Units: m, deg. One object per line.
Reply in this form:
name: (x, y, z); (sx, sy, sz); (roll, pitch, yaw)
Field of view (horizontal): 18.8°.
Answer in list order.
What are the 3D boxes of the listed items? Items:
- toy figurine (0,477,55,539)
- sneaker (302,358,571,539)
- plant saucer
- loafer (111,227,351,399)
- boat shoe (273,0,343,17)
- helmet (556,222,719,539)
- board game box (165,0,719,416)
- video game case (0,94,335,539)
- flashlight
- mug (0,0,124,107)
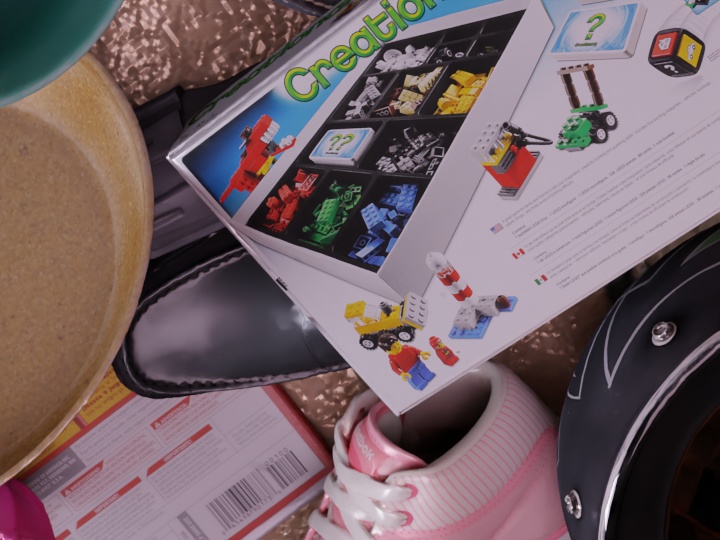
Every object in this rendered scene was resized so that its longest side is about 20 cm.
toy figurine: (-0.166, 0.156, 0.796); (0.199, 0.149, 0.186); (-27, 103, -42)
sneaker: (-0.004, 0.109, 0.841); (0.200, 0.075, 0.105); (-37, 132, -2)
plant saucer: (-0.158, 0.002, 0.770); (0.199, 0.201, 0.035); (-32, 151, 4)
loafer: (0.000, 0.000, 0.813); (0.199, 0.070, 0.069); (-19, 108, -7)
boat shoe: (-0.047, -0.135, 0.684); (0.074, 0.061, 0.200); (-37, 130, 12)
helmet: (0.173, 0.066, 0.801); (0.189, 0.199, 0.202); (18, 110, 30)
board game box: (0.048, -0.050, 0.717); (0.199, 0.035, 0.126); (-34, 106, 28)
video game case: (-0.120, 0.047, 0.850); (0.143, 0.017, 0.200); (-36, 109, 5)
flashlight: (0.000, -0.066, 0.785); (0.199, 0.068, 0.068); (-26, 74, 7)
mug: (-0.150, -0.131, 0.731); (0.184, 0.114, 0.153); (19, 90, -43)
